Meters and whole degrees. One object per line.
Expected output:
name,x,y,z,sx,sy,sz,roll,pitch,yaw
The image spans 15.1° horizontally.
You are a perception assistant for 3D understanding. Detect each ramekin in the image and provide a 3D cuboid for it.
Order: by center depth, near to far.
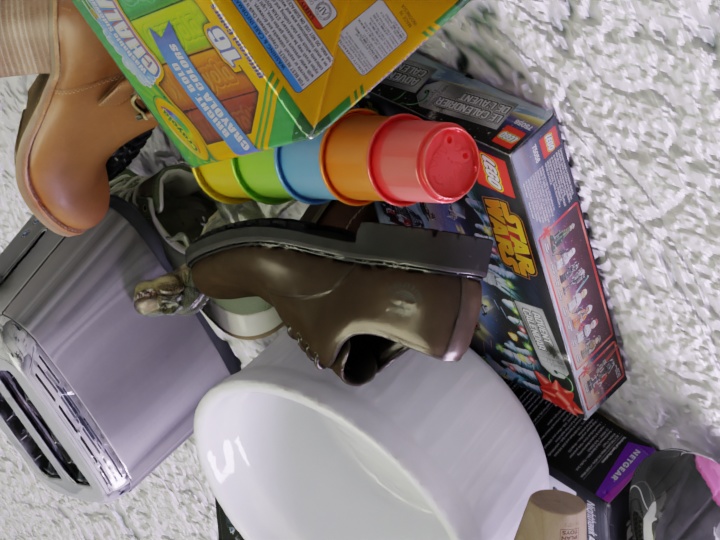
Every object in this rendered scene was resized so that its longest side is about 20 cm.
ramekin,0.011,0.110,1.543,0.200,0.098,0.201,29,145,22

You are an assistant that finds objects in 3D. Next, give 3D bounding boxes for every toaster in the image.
toaster,-0.168,0.057,1.723,0.113,0.129,0.201,8,136,51

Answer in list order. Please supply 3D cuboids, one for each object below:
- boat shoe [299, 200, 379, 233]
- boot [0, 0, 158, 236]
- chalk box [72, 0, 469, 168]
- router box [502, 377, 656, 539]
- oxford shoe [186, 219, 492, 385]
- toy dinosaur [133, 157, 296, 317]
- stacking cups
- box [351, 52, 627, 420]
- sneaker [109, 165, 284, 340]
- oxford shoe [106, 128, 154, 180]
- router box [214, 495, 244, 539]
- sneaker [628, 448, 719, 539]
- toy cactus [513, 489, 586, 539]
boat shoe,0.000,0.000,1.588,0.068,0.072,0.200,37,165,12
boot,-0.127,-0.100,1.573,0.154,0.077,0.201,-5,132,8
chalk box,-0.059,-0.140,1.387,0.125,0.124,0.200,53,156,-12
router box,0.109,0.142,1.631,0.149,0.051,0.201,33,153,28
oxford shoe,-0.022,0.016,1.441,0.199,0.072,0.085,6,89,44
toy dinosaur,-0.074,-0.049,1.631,0.200,0.047,0.089,-42,62,38
stacking cups,-0.015,-0.056,1.421,0.200,0.060,0.061,11,138,55
box,0.065,-0.022,1.463,0.137,0.040,0.201,26,148,40
sneaker,-0.124,-0.039,1.746,0.200,0.067,0.090,32,146,30
oxford shoe,-0.165,-0.132,1.664,0.084,0.073,0.201,40,144,25
router box,-0.031,0.140,1.776,0.200,0.062,0.151,-3,92,62
sneaker,0.179,0.174,1.528,0.086,0.080,0.201,26,148,43
toy cactus,0.093,0.202,1.452,0.102,0.199,0.166,-118,32,-65
